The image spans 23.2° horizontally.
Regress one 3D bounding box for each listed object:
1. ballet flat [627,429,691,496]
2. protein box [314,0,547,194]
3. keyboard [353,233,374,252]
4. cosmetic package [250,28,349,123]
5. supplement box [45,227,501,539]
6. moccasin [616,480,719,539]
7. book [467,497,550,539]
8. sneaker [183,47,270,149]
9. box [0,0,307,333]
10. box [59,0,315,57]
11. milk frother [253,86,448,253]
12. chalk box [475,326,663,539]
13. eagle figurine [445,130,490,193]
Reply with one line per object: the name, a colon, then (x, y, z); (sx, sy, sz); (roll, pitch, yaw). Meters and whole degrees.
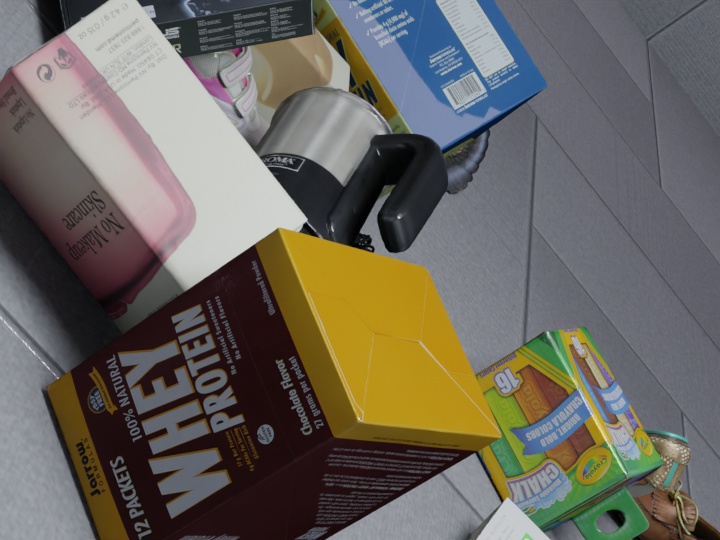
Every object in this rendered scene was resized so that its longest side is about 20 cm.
ballet flat: (0.259, 0.195, 1.774); (0.070, 0.200, 0.066); (22, 78, -18)
protein box: (0.037, -0.203, 1.723); (0.198, 0.135, 0.201); (-32, 89, -39)
keyboard: (0.000, 0.000, 1.597); (0.200, 0.039, 0.105); (13, 48, -61)
cosmetic package: (-0.109, -0.207, 1.566); (0.200, 0.105, 0.071); (44, 25, -25)
supplement box: (-0.054, 0.092, 1.142); (0.197, 0.199, 0.134); (14, 48, -59)
moccasin: (0.333, 0.263, 1.882); (0.201, 0.077, 0.074); (44, 25, -29)
book: (0.163, 0.297, 1.462); (0.200, 0.048, 0.134); (44, 23, 5)
sneaker: (-0.124, -0.161, 1.489); (0.200, 0.088, 0.082); (43, 26, -32)
box: (-0.155, -0.064, 1.189); (0.109, 0.128, 0.200); (-41, 95, -31)
box: (-0.149, -0.244, 1.427); (0.044, 0.198, 0.161); (89, -11, -52)
milk frother: (-0.023, -0.013, 1.433); (0.188, 0.179, 0.201); (-60, 159, -52)
chalk box: (0.196, 0.170, 1.662); (0.201, 0.124, 0.124); (61, 22, 14)
eagle figurine: (0.084, -0.171, 1.934); (0.200, 0.150, 0.153); (145, -44, -83)
